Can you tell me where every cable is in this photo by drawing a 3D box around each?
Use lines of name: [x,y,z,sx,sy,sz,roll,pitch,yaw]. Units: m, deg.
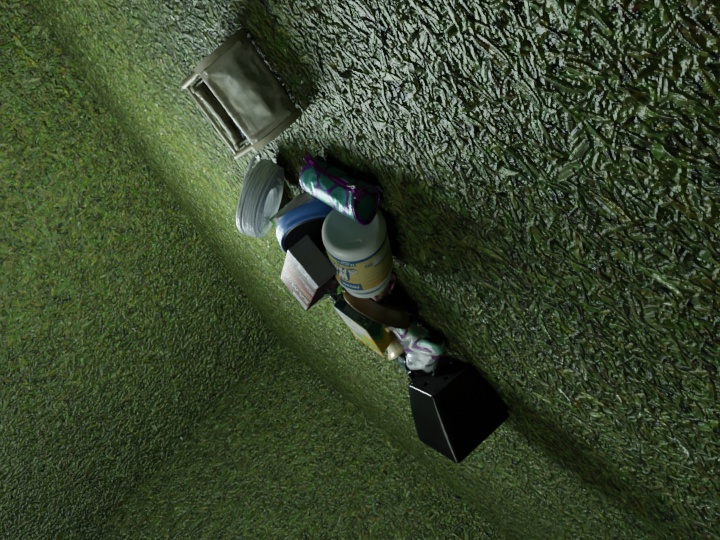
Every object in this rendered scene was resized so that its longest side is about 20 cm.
cable: [-0.257,-0.187,1.575,0.067,0.206,0.200,18,178,7]

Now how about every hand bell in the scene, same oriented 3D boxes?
hand bell: [0.059,0.143,1.728,0.202,0.104,0.104,51,163,-4]

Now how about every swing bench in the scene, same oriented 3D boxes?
swing bench: [-0.252,-0.360,1.264,0.201,0.130,0.199,52,162,-20]

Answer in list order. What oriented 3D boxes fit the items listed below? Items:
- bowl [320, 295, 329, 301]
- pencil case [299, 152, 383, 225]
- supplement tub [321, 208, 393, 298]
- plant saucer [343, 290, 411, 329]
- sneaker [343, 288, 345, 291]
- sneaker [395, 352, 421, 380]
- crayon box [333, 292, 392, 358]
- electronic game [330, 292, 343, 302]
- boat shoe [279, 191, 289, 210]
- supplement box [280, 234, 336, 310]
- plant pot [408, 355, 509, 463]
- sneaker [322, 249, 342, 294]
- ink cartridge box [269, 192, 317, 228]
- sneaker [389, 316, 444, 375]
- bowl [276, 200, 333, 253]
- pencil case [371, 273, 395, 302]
bowl: [-0.126,-0.031,1.697,0.198,0.073,0.206,27,115,47]
pencil case: [-0.044,-0.172,1.262,0.198,0.085,0.093,33,160,40]
supplement tub: [-0.001,-0.042,1.350,0.143,0.145,0.202,36,161,27]
plant saucer: [0.050,0.086,1.577,0.195,0.036,0.201,24,-165,-6]
sneaker: [-0.042,0.016,1.762,0.199,0.071,0.075,42,147,-4]
sneaker: [0.146,0.265,1.861,0.202,0.075,0.079,53,176,6]
crayon box: [0.013,0.151,1.643,0.124,0.052,0.201,34,165,31]
electronic game: [-0.042,0.107,1.826,0.199,0.042,0.200,41,-179,-1]
boat shoe: [-0.239,-0.184,1.766,0.068,0.071,0.203,37,152,38]
supplement box: [-0.125,0.010,1.400,0.109,0.060,0.200,49,159,7]
plant pot: [0.239,0.350,1.608,0.181,0.198,0.198,61,160,-16]
sneaker: [-0.086,0.016,1.499,0.201,0.081,0.079,93,163,-63]
ink cartridge box: [-0.145,-0.142,1.522,0.068,0.117,0.199,53,163,-15]
sneaker: [0.131,0.211,1.625,0.198,0.076,0.144,33,123,41]
bowl: [-0.100,-0.089,1.422,0.202,0.194,0.040,80,177,-62]
pencil case: [0.000,0.000,1.557,0.198,0.083,0.087,34,161,34]
